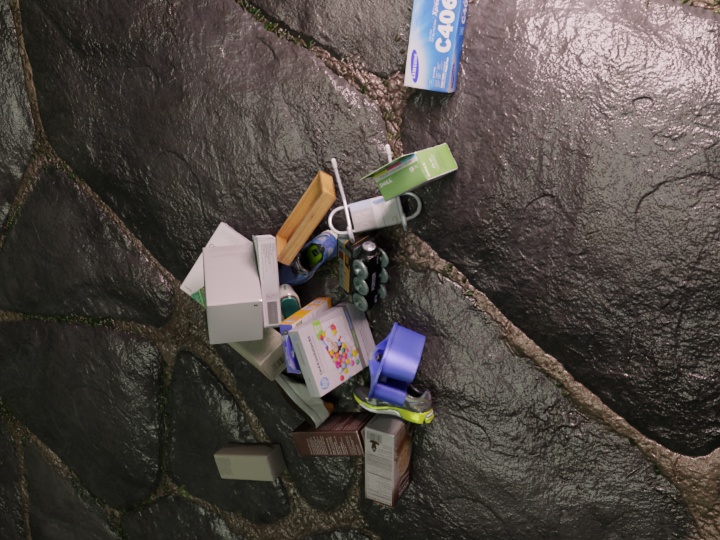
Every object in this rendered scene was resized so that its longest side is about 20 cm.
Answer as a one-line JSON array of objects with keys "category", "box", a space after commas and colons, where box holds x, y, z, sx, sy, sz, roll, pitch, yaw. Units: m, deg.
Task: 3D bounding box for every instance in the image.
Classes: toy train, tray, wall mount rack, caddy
[{"category": "toy train", "box": [0.000, 0.000, 1.416, 0.114, 0.085, 0.200, 42, 149, 31]}, {"category": "tray", "box": [-0.124, -0.116, 1.446, 0.037, 0.099, 0.200, 24, 120, -25]}, {"category": "wall mount rack", "box": [0.021, -0.154, 1.339, 0.200, 0.075, 0.174, -13, 75, 3]}, {"category": "caddy", "box": [0.068, 0.200, 1.408, 0.105, 0.200, 0.142, 21, 116, 4]}]

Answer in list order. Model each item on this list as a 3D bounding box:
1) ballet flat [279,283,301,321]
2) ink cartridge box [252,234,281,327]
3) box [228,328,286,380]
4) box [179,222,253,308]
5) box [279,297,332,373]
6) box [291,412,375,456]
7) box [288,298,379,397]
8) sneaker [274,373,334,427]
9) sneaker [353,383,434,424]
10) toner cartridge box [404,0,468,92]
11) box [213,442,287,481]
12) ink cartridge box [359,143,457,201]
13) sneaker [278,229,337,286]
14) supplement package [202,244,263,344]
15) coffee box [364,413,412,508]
[{"category": "ballet flat", "box": [-0.166, 0.109, 1.576, 0.069, 0.069, 0.200, 19, 139, 23]}, {"category": "ink cartridge box", "box": [-0.217, 0.018, 1.497, 0.043, 0.174, 0.201, -5, 97, -11]}, {"category": "box", "box": [-0.260, 0.172, 1.598, 0.200, 0.095, 0.078, 32, 159, 38]}, {"category": "box", "box": [-0.340, 0.002, 1.612, 0.144, 0.036, 0.200, 34, 96, 16]}, {"category": "box", "box": [-0.122, 0.149, 1.489, 0.041, 0.200, 0.119, 1, 107, 29]}, {"category": "box", "box": [-0.059, 0.405, 1.606, 0.200, 0.100, 0.075, -8, 103, 32]}, {"category": "box", "box": [-0.056, 0.168, 1.456, 0.041, 0.200, 0.156, -8, 103, 47]}, {"category": "sneaker", "box": [-0.141, 0.315, 1.651, 0.200, 0.085, 0.073, 35, 150, 36]}, {"category": "sneaker", "box": [0.079, 0.290, 1.510, 0.200, 0.074, 0.081, 9, 105, 19]}, {"category": "toner cartridge box", "box": [0.143, -0.442, 1.217, 0.095, 0.043, 0.200, 17, 115, 26]}, {"category": "box", "box": [-0.309, 0.533, 1.815, 0.200, 0.068, 0.082, -7, 104, 31]}, {"category": "ink cartridge box", "box": [0.096, -0.185, 1.242, 0.104, 0.200, 0.059, -23, 93, 34]}, {"category": "sneaker", "box": [-0.134, -0.021, 1.502, 0.200, 0.089, 0.079, -39, 85, 36]}, {"category": "supplement package", "box": [-0.289, 0.050, 1.460, 0.119, 0.200, 0.121, -4, 130, -14]}, {"category": "coffee box", "box": [0.068, 0.437, 1.536, 0.080, 0.114, 0.200, 10, 113, 26]}]
